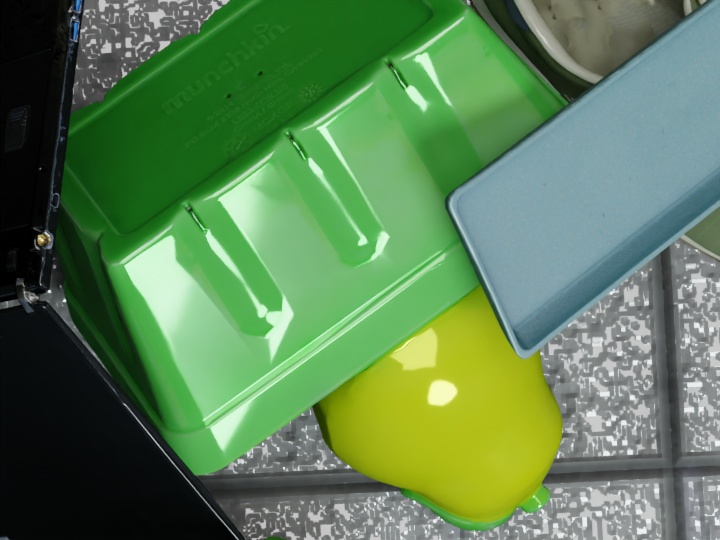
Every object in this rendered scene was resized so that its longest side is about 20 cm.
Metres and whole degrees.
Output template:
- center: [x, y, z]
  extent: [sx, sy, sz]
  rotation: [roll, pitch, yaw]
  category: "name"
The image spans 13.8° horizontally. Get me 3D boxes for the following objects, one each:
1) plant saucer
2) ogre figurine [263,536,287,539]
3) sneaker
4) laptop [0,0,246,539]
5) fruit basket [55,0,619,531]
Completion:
- center: [0.112, -0.052, 1.085]
  extent: [0.200, 0.019, 0.070]
  rotation: [-36, 116, -23]
  category: "plant saucer"
- center: [-0.054, 0.164, 1.118]
  extent: [0.200, 0.098, 0.120]
  rotation: [19, 100, 25]
  category: "ogre figurine"
- center: [0.121, -0.068, 1.142]
  extent: [0.200, 0.090, 0.067]
  rotation: [43, 84, 1]
  category: "sneaker"
- center: [-0.116, 0.000, 1.062]
  extent: [0.103, 0.177, 0.201]
  rotation: [15, 74, -35]
  category: "laptop"
- center: [0.000, 0.000, 1.127]
  extent: [0.215, 0.156, 0.216]
  rotation: [-15, 126, -21]
  category: "fruit basket"
